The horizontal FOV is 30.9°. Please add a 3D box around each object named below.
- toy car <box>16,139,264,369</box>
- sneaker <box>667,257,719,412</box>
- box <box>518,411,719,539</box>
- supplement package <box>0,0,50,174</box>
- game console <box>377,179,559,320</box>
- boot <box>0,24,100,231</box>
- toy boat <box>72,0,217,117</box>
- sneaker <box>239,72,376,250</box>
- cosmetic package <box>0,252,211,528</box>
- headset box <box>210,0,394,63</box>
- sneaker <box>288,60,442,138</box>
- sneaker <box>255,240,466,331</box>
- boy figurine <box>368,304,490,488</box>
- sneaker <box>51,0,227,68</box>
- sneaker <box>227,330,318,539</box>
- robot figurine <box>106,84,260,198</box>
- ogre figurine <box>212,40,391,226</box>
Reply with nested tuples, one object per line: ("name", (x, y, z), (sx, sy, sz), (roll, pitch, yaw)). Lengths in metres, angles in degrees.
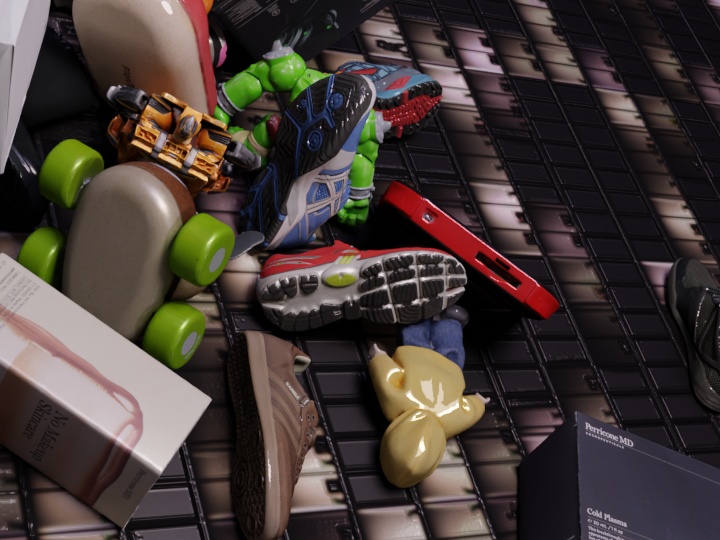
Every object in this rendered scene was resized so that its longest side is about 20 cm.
("toy car", (-0.166, -0.030, 1.132), (0.163, 0.159, 0.200), (29, 24, 15))
("sneaker", (0.411, 0.049, 1.465), (0.076, 0.114, 0.201), (18, 44, -22))
("box", (0.252, 0.258, 1.183), (0.199, 0.104, 0.183), (23, 45, -16))
("supplement package", (-0.364, -0.213, 1.056), (0.198, 0.148, 0.192), (12, 48, -11))
("game console", (0.104, -0.018, 1.297), (0.199, 0.031, 0.177), (37, 0, -1))
("boot", (-0.304, -0.139, 1.181), (0.198, 0.073, 0.162), (46, 40, 10))
("toy boat", (-0.183, -0.230, 1.219), (0.130, 0.200, 0.131), (24, 66, 10))
("sneaker", (-0.041, -0.103, 1.237), (0.077, 0.201, 0.076), (6, 40, -44))
("cosmetic package", (-0.229, 0.094, 1.004), (0.199, 0.104, 0.087), (34, 44, -2))
("headset box", (-0.068, -0.306, 1.354), (0.093, 0.173, 0.200), (58, 7, 22))
("sneaker", (-0.009, -0.183, 1.426), (0.199, 0.080, 0.095), (-13, 39, -39))
("sneaker", (0.000, 0.000, 1.223), (0.198, 0.078, 0.085), (-3, 32, -8))
("boy figurine", (0.063, 0.114, 1.209), (0.123, 0.065, 0.201), (21, 46, -13))
("sneaker", (-0.232, -0.255, 1.324), (0.199, 0.074, 0.088), (33, 42, 2))
("sneaker", (-0.065, 0.137, 1.100), (0.075, 0.071, 0.201), (13, 49, -26))
("robot figurine", (-0.165, -0.110, 1.161), (0.144, 0.200, 0.059), (26, 84, -11))
("ogre figurine", (-0.055, -0.140, 1.299), (0.200, 0.120, 0.098), (43, 24, 9))
